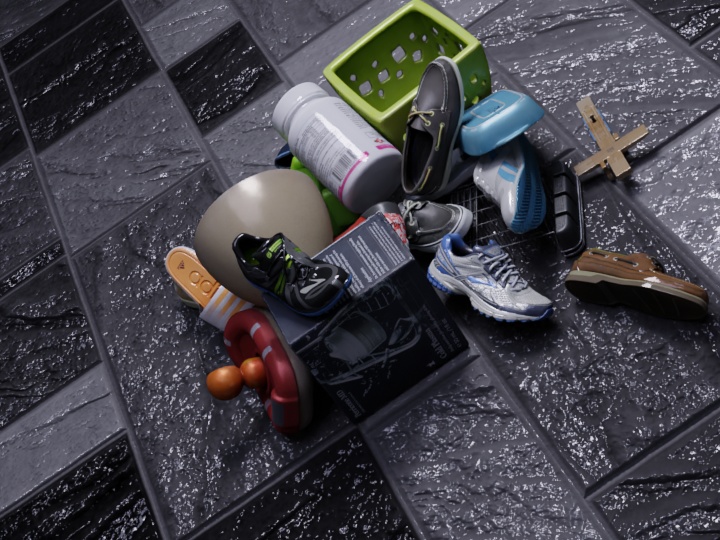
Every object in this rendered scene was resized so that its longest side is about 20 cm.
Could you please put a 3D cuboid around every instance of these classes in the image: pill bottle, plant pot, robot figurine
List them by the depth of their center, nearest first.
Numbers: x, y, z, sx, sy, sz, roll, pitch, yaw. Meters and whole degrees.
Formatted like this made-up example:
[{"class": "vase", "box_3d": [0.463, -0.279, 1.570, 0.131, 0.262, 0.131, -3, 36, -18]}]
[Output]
[{"class": "plant pot", "box_3d": [-0.116, -0.023, 1.686, 0.200, 0.200, 0.135, -35, 58, 0]}, {"class": "pill bottle", "box_3d": [-0.036, -0.187, 1.787, 0.113, 0.113, 0.200, -41, 61, -6]}, {"class": "plant pot", "box_3d": [0.093, -0.269, 1.860, 0.200, 0.182, 0.199, -39, 43, -3]}, {"class": "robot figurine", "box_3d": [-0.101, -0.097, 1.878, 0.200, 0.116, 0.176, -13, 42, 21]}]

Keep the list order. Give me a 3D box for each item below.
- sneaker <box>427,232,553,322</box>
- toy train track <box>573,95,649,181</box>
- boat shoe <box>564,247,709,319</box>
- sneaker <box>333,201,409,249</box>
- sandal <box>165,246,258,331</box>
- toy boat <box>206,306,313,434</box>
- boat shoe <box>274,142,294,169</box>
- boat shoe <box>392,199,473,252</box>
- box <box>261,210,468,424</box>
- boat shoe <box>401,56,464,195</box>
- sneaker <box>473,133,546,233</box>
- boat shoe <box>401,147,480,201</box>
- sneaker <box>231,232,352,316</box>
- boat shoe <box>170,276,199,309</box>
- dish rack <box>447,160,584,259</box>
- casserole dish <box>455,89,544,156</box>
[{"class": "sneaker", "box_3d": [0.175, 0.007, 1.613, 0.200, 0.085, 0.077, 26, 25, 34]}, {"class": "toy train track", "box_3d": [0.357, -0.188, 1.740, 0.115, 0.033, 0.200, -32, 37, 15]}, {"class": "boat shoe", "box_3d": [0.358, 0.009, 1.535, 0.200, 0.072, 0.068, 14, 63, 39]}, {"class": "sneaker", "box_3d": [0.000, 0.000, 1.731, 0.201, 0.067, 0.108, -44, 48, 38]}, {"class": "sandal", "box_3d": [-0.225, 0.041, 1.812, 0.207, 0.059, 0.079, 36, 104, 12]}, {"class": "toy boat", "box_3d": [-0.152, 0.144, 1.673, 0.130, 0.131, 0.200, -13, 39, -18]}, {"class": "boat shoe", "box_3d": [-0.056, -0.181, 1.958, 0.200, 0.084, 0.069, -7, 30, 45]}, {"class": "boat shoe", "box_3d": [0.078, -0.068, 1.741, 0.200, 0.064, 0.071, -5, 58, 52]}, {"class": "box", "box_3d": [0.008, 0.065, 1.609, 0.196, 0.200, 0.124, -34, 43, 2]}, {"class": "boat shoe", "box_3d": [0.099, -0.202, 1.707, 0.072, 0.202, 0.061, 24, 28, 39]}, {"class": "sneaker", "box_3d": [0.205, -0.116, 1.668, 0.081, 0.077, 0.200, -25, 35, 23]}, {"class": "boat shoe", "box_3d": [0.160, -0.150, 1.799, 0.200, 0.066, 0.070, -34, 46, 8]}, {"class": "sneaker", "box_3d": [-0.094, 0.000, 1.522, 0.199, 0.083, 0.071, 20, 66, 41]}, {"class": "boat shoe", "box_3d": [-0.218, 0.027, 1.872, 0.200, 0.076, 0.072, 1, 54, 32]}, {"class": "dish rack", "box_3d": [0.214, -0.074, 1.712, 0.200, 0.055, 0.154, -15, 45, 23]}, {"class": "casserole dish", "box_3d": [0.191, -0.217, 1.717, 0.121, 0.039, 0.200, -32, 15, 2]}]
